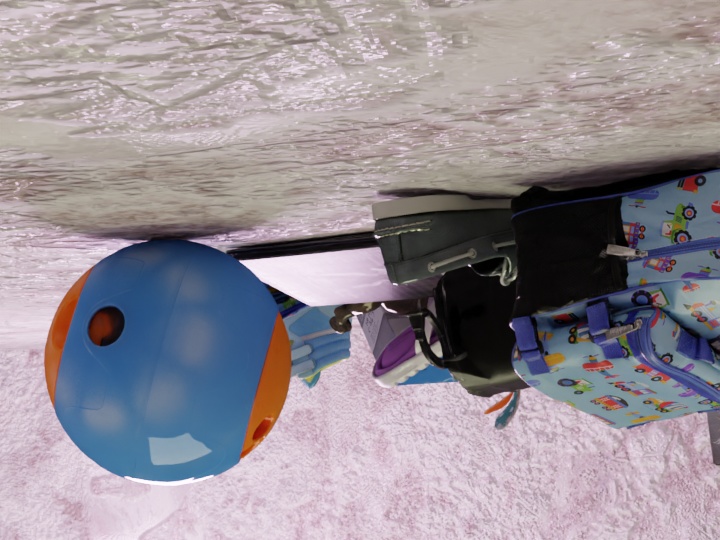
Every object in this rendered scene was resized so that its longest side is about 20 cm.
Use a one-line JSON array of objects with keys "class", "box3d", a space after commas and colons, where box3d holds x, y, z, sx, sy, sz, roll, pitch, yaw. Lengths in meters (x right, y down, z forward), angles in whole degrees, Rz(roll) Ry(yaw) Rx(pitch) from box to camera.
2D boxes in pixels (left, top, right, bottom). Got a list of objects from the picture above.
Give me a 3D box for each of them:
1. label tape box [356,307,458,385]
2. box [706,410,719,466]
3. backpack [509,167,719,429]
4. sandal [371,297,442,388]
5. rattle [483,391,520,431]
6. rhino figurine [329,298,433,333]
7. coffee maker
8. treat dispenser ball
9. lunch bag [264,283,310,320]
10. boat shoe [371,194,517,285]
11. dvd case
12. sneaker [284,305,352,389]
[{"class": "label tape box", "box3d": [0.072, 0.037, 1.503, 0.144, 0.063, 0.200, -2, -144, -19]}, {"class": "box", "box3d": [0.312, 0.043, 1.046, 0.048, 0.200, 0.158, -12, 171, 41]}, {"class": "backpack", "box3d": [0.218, 0.014, 0.904, 0.200, 0.135, 0.182, -14, 150, 36]}, {"class": "sandal", "box3d": [0.071, 0.041, 1.316, 0.050, 0.083, 0.203, 35, 117, -18]}, {"class": "rattle", "box3d": [0.214, 0.085, 1.546, 0.143, 0.130, 0.200, 6, -141, 3]}, {"class": "rhino figurine", "box3d": [0.071, 0.018, 1.387, 0.200, 0.060, 0.088, -3, 145, -17]}, {"class": "coffee maker", "box3d": [0.174, 0.035, 1.110, 0.200, 0.135, 0.192, -17, -170, 28]}, {"class": "treat dispenser ball", "box3d": [-0.156, 0.075, 1.129, 0.200, 0.201, 0.201, -3, 175, 0]}, {"class": "lunch bag", "box3d": [-0.119, 0.030, 1.447, 0.200, 0.094, 0.151, -15, 177, -13]}, {"class": "boat shoe", "box3d": [0.086, -0.018, 0.995, 0.073, 0.062, 0.200, -10, 172, 44]}, {"class": "dvd case", "box3d": [0.000, 0.000, 1.250, 0.200, 0.016, 0.149, -5, 160, 31]}, {"class": "sneaker", "box3d": [-0.102, 0.075, 1.605, 0.200, 0.131, 0.080, -3, 177, 2]}]
